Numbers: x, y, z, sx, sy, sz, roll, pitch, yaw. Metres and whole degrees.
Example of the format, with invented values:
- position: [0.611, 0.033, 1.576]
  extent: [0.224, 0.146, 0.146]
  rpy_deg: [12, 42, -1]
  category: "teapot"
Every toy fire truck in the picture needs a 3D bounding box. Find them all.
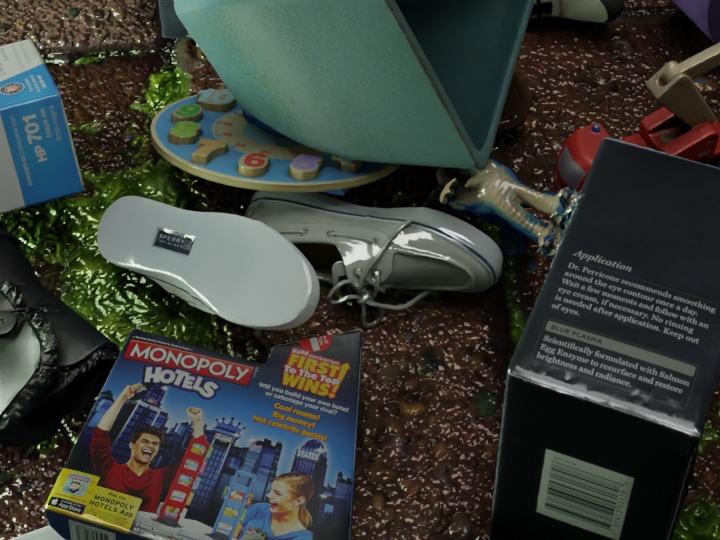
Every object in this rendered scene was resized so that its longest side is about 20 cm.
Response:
- position: [0.246, -0.121, 1.141]
  extent: [0.199, 0.141, 0.049]
  rpy_deg: [-19, 54, -15]
  category: "toy fire truck"

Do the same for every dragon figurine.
- position: [0.106, -0.048, 1.109]
  extent: [0.099, 0.200, 0.059]
  rpy_deg: [32, 86, -8]
  category: "dragon figurine"

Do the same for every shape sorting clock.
- position: [-0.062, -0.106, 1.154]
  extent: [0.198, 0.040, 0.200]
  rpy_deg: [5, 23, -2]
  category: "shape sorting clock"

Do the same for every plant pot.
- position: [-0.013, -0.198, 1.066]
  extent: [0.199, 0.197, 0.197]
  rpy_deg: [-3, 53, 29]
  category: "plant pot"

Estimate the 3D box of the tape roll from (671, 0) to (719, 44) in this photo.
- position: [0.341, -0.283, 1.232]
  extent: [0.199, 0.201, 0.085]
  rpy_deg: [-24, 55, -19]
  category: "tape roll"

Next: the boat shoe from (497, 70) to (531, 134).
- position: [0.041, -0.165, 1.214]
  extent: [0.201, 0.075, 0.075]
  rpy_deg: [19, 10, 0]
  category: "boat shoe"

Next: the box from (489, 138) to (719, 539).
- position: [0.170, 0.063, 0.952]
  extent: [0.117, 0.197, 0.201]
  rpy_deg: [18, 53, 14]
  category: "box"

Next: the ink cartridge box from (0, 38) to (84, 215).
- position: [-0.322, -0.092, 1.118]
  extent: [0.199, 0.086, 0.147]
  rpy_deg: [-16, 29, -15]
  category: "ink cartridge box"

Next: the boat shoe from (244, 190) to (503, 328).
- position: [-0.001, -0.003, 1.088]
  extent: [0.201, 0.075, 0.086]
  rpy_deg: [15, 53, 14]
  category: "boat shoe"

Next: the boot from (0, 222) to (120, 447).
- position: [-0.286, 0.059, 1.032]
  extent: [0.199, 0.077, 0.168]
  rpy_deg: [-27, 53, -28]
  category: "boot"

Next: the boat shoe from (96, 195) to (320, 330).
- position: [-0.099, -0.005, 1.068]
  extent: [0.199, 0.065, 0.074]
  rpy_deg: [25, 87, 35]
  category: "boat shoe"

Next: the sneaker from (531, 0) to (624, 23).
- position: [0.128, -0.240, 1.289]
  extent: [0.199, 0.074, 0.080]
  rpy_deg: [17, 68, 18]
  category: "sneaker"

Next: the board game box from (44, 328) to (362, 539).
- position: [-0.076, 0.118, 0.994]
  extent: [0.199, 0.062, 0.201]
  rpy_deg: [15, 50, 8]
  category: "board game box"

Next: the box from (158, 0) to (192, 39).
- position: [-0.068, -0.295, 1.235]
  extent: [0.195, 0.201, 0.118]
  rpy_deg: [5, 51, 4]
  category: "box"

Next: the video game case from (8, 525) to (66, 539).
- position: [-0.221, 0.255, 0.917]
  extent: [0.199, 0.022, 0.183]
  rpy_deg: [-18, 54, -14]
  category: "video game case"
